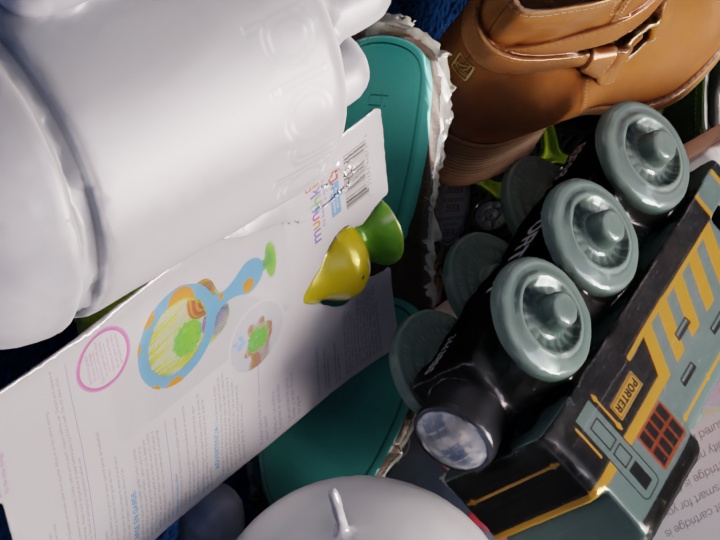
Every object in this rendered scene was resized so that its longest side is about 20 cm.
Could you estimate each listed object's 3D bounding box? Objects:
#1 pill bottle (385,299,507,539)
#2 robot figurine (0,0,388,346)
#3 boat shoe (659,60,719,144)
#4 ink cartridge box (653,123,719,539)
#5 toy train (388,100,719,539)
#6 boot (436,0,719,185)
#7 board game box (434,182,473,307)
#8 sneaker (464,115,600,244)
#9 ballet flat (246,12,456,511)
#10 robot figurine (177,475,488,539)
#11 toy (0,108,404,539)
[{"bbox_3d":[0.038,0.118,1.037,0.120,0.119,0.200,-35,159,-54],"label":"pill bottle"},{"bbox_3d":[-0.085,-0.051,0.743,0.200,0.113,0.170,-31,153,-28],"label":"robot figurine"},{"bbox_3d":[0.186,-0.106,1.145,0.072,0.068,0.201,11,101,-38],"label":"boat shoe"},{"bbox_3d":[0.158,0.052,1.070,0.200,0.147,0.086,57,29,-4],"label":"ink cartridge box"},{"bbox_3d":[0.090,0.022,0.934,0.114,0.085,0.200,49,45,-13],"label":"toy train"},{"bbox_3d":[0.113,-0.117,1.011,0.200,0.074,0.155,-38,169,-23],"label":"boot"},{"bbox_3d":[-0.017,0.008,1.037,0.200,0.034,0.136,6,95,-63],"label":"board game box"},{"bbox_3d":[0.103,-0.048,1.210,0.200,0.075,0.077,-50,150,-36],"label":"sneaker"},{"bbox_3d":[0.000,0.000,0.963,0.072,0.072,0.201,7,97,-63],"label":"ballet flat"},{"bbox_3d":[-0.006,0.148,0.910,0.113,0.169,0.200,-46,168,-28],"label":"robot figurine"},{"bbox_3d":[-0.068,0.030,0.854,0.200,0.047,0.115,-35,140,-30],"label":"toy"}]
